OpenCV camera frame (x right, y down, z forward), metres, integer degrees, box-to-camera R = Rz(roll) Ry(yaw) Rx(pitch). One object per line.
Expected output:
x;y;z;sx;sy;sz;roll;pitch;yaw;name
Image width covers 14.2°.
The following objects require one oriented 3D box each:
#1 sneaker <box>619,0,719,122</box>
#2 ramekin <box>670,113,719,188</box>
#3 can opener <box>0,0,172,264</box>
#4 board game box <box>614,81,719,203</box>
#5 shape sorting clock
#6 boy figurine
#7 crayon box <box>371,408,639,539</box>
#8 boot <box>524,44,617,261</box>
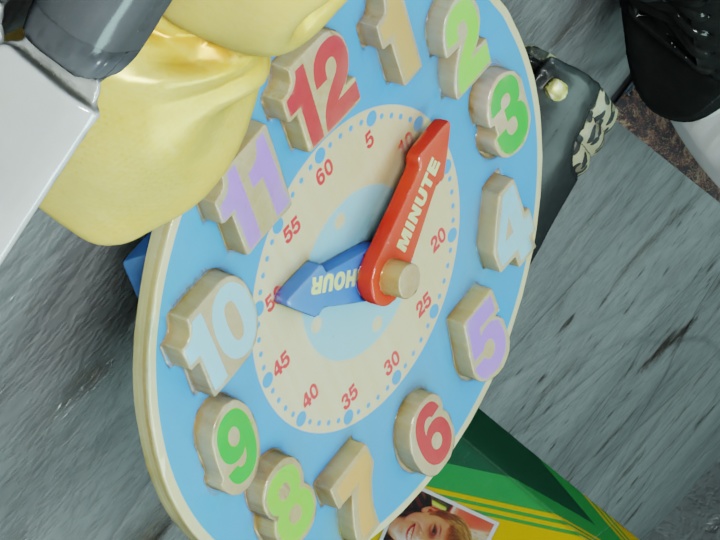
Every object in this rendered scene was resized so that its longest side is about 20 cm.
0.111;-0.115;1.079;0.112;0.073;0.200;-38;155;-35;sneaker
0.215;-0.091;1.227;0.105;0.200;0.200;-49;172;38;ramekin
-0.068;-0.064;0.591;0.200;0.053;0.067;-55;168;17;can opener
0.224;-0.107;1.428;0.160;0.097;0.200;-53;168;11;board game box
0.000;0.000;0.905;0.200;0.039;0.200;-22;119;-46;shape sorting clock
-0.016;-0.096;0.659;0.200;0.064;0.124;-50;-165;16;boy figurine
0.040;0.185;1.453;0.200;0.172;0.058;-55;168;18;crayon box
0.016;-0.018;1.019;0.154;0.073;0.204;-60;160;1;boot
